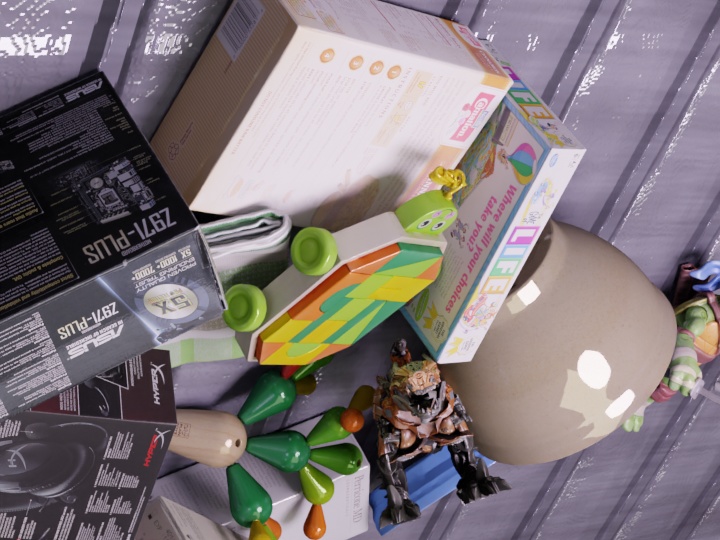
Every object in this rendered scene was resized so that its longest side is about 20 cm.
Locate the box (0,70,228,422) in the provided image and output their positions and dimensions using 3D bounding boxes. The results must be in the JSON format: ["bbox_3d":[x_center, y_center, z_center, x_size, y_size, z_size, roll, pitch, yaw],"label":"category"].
[{"bbox_3d":[-0.210,-0.010,1.073,0.200,0.164,0.086,-27,141,-12],"label":"box"}]

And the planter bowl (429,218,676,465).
[{"bbox_3d":[0.133,0.036,1.380,0.200,0.200,0.135,-37,120,3],"label":"planter bowl"}]

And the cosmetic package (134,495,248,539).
[{"bbox_3d":[-0.125,0.265,1.387,0.105,0.071,0.200,-44,141,9],"label":"cosmetic package"}]

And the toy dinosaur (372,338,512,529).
[{"bbox_3d":[0.051,0.121,1.349,0.102,0.136,0.200,-20,170,14],"label":"toy dinosaur"}]

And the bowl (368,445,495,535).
[{"bbox_3d":[0.093,0.164,1.521,0.200,0.039,0.201,-32,172,-5],"label":"bowl"}]

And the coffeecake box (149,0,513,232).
[{"bbox_3d":[-0.018,-0.108,1.186,0.200,0.073,0.154,8,127,-42],"label":"coffeecake box"}]

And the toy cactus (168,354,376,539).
[{"bbox_3d":[-0.077,0.146,1.373,0.164,0.102,0.201,12,93,-10],"label":"toy cactus"}]

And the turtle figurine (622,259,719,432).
[{"bbox_3d":[0.308,0.111,1.588,0.194,0.200,0.144,-34,-178,36],"label":"turtle figurine"}]

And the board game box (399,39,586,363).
[{"bbox_3d":[0.076,-0.050,1.271,0.034,0.135,0.200,-1,132,-36],"label":"board game box"}]

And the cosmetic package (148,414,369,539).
[{"bbox_3d":[-0.093,0.206,1.466,0.199,0.074,0.102,-20,140,-18],"label":"cosmetic package"}]

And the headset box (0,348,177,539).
[{"bbox_3d":[-0.245,0.121,1.216,0.199,0.077,0.149,7,131,-18],"label":"headset box"}]

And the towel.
[{"bbox_3d":[-0.123,0.026,1.225,0.149,0.031,0.200,-11,154,-11],"label":"towel"}]

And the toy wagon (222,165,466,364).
[{"bbox_3d":[0.000,0.000,1.212,0.200,0.040,0.155,-38,158,25],"label":"toy wagon"}]
